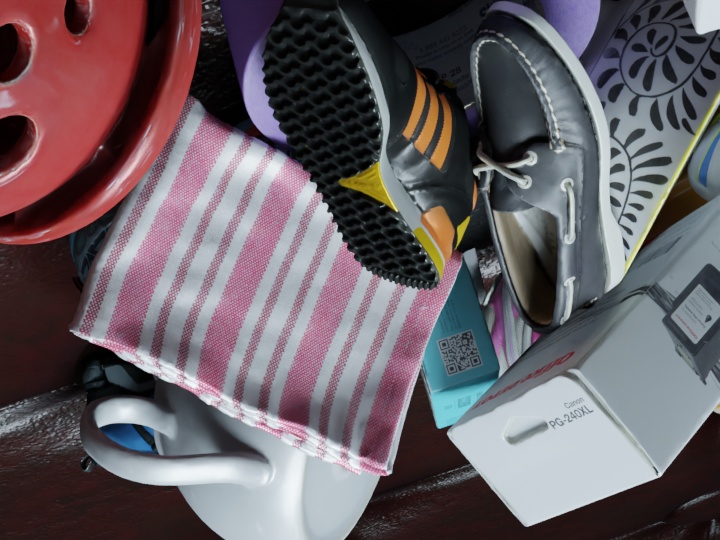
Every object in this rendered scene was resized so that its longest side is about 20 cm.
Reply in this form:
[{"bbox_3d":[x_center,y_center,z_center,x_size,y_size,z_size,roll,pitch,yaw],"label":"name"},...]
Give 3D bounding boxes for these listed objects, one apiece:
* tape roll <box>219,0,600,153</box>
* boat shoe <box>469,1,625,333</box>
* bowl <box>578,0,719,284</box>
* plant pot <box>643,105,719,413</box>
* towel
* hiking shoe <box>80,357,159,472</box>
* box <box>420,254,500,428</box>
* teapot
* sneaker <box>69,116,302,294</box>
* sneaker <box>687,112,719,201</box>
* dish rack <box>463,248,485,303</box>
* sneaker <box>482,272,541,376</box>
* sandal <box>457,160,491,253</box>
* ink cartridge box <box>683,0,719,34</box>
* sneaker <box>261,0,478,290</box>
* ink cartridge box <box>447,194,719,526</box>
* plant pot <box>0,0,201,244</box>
[{"bbox_3d":[0.026,-0.141,0.804,0.197,0.066,0.201,-13,154,-6],"label":"tape roll"},{"bbox_3d":[0.092,-0.049,0.800,0.060,0.074,0.201,-41,137,-21],"label":"boat shoe"},{"bbox_3d":[0.163,-0.102,0.888,0.202,0.093,0.201,-58,169,-17],"label":"bowl"},{"bbox_3d":[0.282,-0.005,1.080,0.198,0.185,0.201,-13,154,-7],"label":"plant pot"},{"bbox_3d":[-0.044,0.009,0.810,0.199,0.148,0.030,29,159,-22],"label":"towel"},{"bbox_3d":[-0.128,0.109,1.107,0.198,0.088,0.074,-6,168,40],"label":"hiking shoe"},{"bbox_3d":[0.062,0.054,1.045,0.049,0.083,0.200,-17,167,0],"label":"box"},{"bbox_3d":[-0.067,0.079,0.925,0.144,0.199,0.201,16,154,19],"label":"teapot"},{"bbox_3d":[-0.083,-0.024,0.912,0.198,0.096,0.080,-22,137,11],"label":"sneaker"},{"bbox_3d":[0.290,-0.129,0.961,0.199,0.076,0.105,-36,143,-8],"label":"sneaker"},{"bbox_3d":[0.000,0.000,1.086,0.170,0.044,0.200,-19,154,2],"label":"dish rack"},{"bbox_3d":[0.127,0.013,1.066,0.081,0.203,0.088,5,-174,-34],"label":"sneaker"},{"bbox_3d":[0.050,-0.039,0.935,0.075,0.049,0.200,-4,161,-34],"label":"sandal"},{"bbox_3d":[0.157,-0.188,0.632,0.066,0.202,0.116,-16,154,1],"label":"ink cartridge box"},{"bbox_3d":[0.013,-0.084,0.773,0.069,0.090,0.201,13,144,32],"label":"sneaker"},{"bbox_3d":[0.168,0.056,0.926,0.200,0.084,0.145,-42,-178,-34],"label":"ink cartridge box"},{"bbox_3d":[-0.176,-0.107,0.601,0.199,0.203,0.182,-30,153,26],"label":"plant pot"}]
